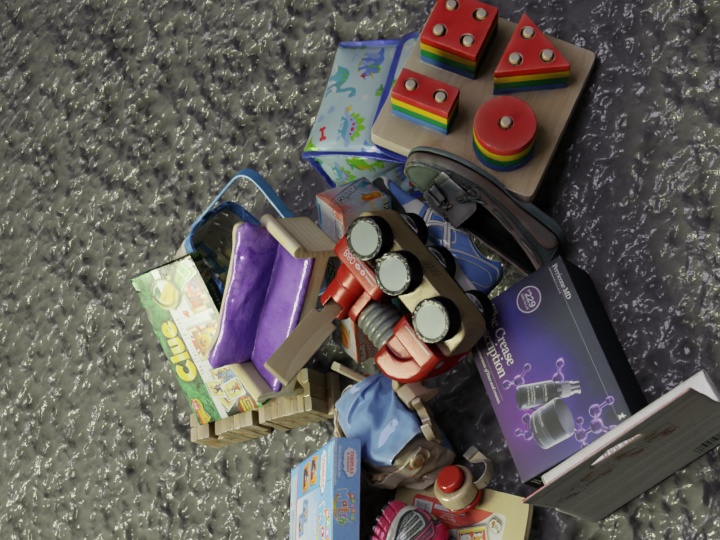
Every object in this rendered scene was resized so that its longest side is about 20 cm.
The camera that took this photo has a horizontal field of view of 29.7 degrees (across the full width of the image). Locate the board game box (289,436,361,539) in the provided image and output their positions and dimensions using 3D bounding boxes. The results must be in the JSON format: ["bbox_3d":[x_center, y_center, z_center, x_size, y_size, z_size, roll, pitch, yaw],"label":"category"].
[{"bbox_3d":[-0.042,0.280,1.513,0.200,0.036,0.154,131,142,-67],"label":"board game box"}]

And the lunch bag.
[{"bbox_3d":[0.050,-0.181,1.609,0.198,0.127,0.172,5,66,31],"label":"lunch bag"}]

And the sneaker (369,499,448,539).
[{"bbox_3d":[0.034,0.351,1.447,0.074,0.080,0.203,16,93,19],"label":"sneaker"}]

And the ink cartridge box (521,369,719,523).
[{"bbox_3d":[0.262,0.167,1.311,0.199,0.176,0.045,-38,56,20],"label":"ink cartridge box"}]

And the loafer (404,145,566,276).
[{"bbox_3d":[0.131,-0.063,1.477,0.063,0.198,0.072,-62,4,-29],"label":"loafer"}]

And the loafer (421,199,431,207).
[{"bbox_3d":[0.115,-0.066,1.577,0.198,0.072,0.064,-22,90,34],"label":"loafer"}]

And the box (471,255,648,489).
[{"bbox_3d":[0.207,0.110,1.436,0.140,0.079,0.202,-33,58,20],"label":"box"}]

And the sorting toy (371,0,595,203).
[{"bbox_3d":[0.139,-0.206,1.512,0.197,0.070,0.202,22,69,12],"label":"sorting toy"}]

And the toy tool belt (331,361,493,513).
[{"bbox_3d":[0.043,0.176,1.475,0.125,0.123,0.200,-43,40,-8],"label":"toy tool belt"}]

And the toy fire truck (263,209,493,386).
[{"bbox_3d":[0.011,0.060,1.444,0.177,0.128,0.200,50,120,19],"label":"toy fire truck"}]

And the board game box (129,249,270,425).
[{"bbox_3d":[-0.193,0.083,1.631,0.104,0.023,0.202,-19,101,34],"label":"board game box"}]

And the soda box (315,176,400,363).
[{"bbox_3d":[0.000,0.000,1.551,0.063,0.068,0.202,39,143,48],"label":"soda box"}]

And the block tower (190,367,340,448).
[{"bbox_3d":[-0.119,0.169,1.668,0.198,0.058,0.055,-18,65,29],"label":"block tower"}]

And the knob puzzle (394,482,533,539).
[{"bbox_3d":[0.100,0.331,1.468,0.218,0.030,0.223,-13,69,35],"label":"knob puzzle"}]

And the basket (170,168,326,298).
[{"bbox_3d":[-0.138,-0.013,1.660,0.177,0.139,0.199,49,132,-8],"label":"basket"}]

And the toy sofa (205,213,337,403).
[{"bbox_3d":[-0.101,0.043,1.529,0.083,0.097,0.202,43,126,45],"label":"toy sofa"}]

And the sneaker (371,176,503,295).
[{"bbox_3d":[0.081,-0.034,1.534,0.076,0.076,0.200,-28,63,-23],"label":"sneaker"}]
